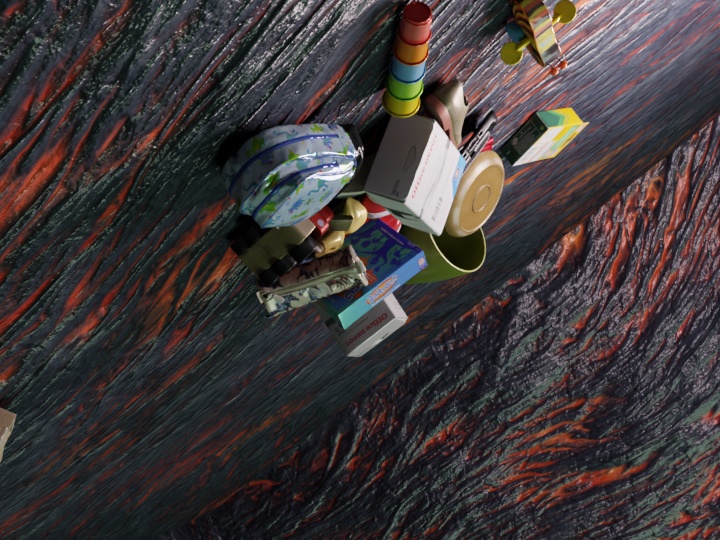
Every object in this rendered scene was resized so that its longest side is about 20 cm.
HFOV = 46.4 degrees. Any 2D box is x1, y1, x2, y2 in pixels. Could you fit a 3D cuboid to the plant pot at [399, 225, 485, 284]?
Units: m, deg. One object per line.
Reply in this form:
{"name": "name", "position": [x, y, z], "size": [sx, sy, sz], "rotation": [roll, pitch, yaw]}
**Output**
{"name": "plant pot", "position": [0.151, -0.049, 1.921], "size": [0.186, 0.189, 0.199], "rotation": [-18, 172, -47]}

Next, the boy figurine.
{"name": "boy figurine", "position": [-0.074, -0.059, 1.548], "size": [0.199, 0.065, 0.124], "rotation": [-38, -165, 3]}

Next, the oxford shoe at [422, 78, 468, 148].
{"name": "oxford shoe", "position": [0.162, -0.265, 1.451], "size": [0.075, 0.071, 0.200], "rotation": [-42, 166, 1]}

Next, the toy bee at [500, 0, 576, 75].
{"name": "toy bee", "position": [0.291, -0.371, 1.333], "size": [0.131, 0.109, 0.199], "rotation": [-44, 162, 25]}

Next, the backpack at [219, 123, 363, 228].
{"name": "backpack", "position": [-0.101, -0.136, 1.183], "size": [0.163, 0.155, 0.199], "rotation": [-36, 154, 29]}

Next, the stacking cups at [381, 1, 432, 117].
{"name": "stacking cups", "position": [0.068, -0.301, 1.186], "size": [0.060, 0.061, 0.200], "rotation": [-30, 159, -17]}

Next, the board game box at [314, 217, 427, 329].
{"name": "board game box", "position": [0.000, 0.000, 1.550], "size": [0.199, 0.152, 0.045], "rotation": [-38, 136, -15]}

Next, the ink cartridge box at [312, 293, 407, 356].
{"name": "ink cartridge box", "position": [-0.014, 0.065, 1.809], "size": [0.146, 0.201, 0.084], "rotation": [-39, 163, 14]}

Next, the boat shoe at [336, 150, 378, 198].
{"name": "boat shoe", "position": [-0.008, -0.150, 1.429], "size": [0.199, 0.073, 0.063], "rotation": [-26, 160, -45]}

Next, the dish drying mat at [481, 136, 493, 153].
{"name": "dish drying mat", "position": [0.194, -0.213, 1.766], "size": [0.199, 0.018, 0.077], "rotation": [-32, 165, -13]}

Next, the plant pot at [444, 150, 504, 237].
{"name": "plant pot", "position": [0.252, -0.158, 1.804], "size": [0.199, 0.027, 0.201], "rotation": [-35, 142, -33]}

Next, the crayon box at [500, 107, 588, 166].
{"name": "crayon box", "position": [0.419, -0.305, 1.905], "size": [0.199, 0.052, 0.126], "rotation": [-17, 156, -48]}

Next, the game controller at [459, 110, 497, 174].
{"name": "game controller", "position": [0.194, -0.218, 1.596], "size": [0.201, 0.042, 0.105], "rotation": [-54, 170, -23]}

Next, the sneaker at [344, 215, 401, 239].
{"name": "sneaker", "position": [0.002, -0.077, 1.658], "size": [0.199, 0.079, 0.116], "rotation": [-32, 166, -16]}

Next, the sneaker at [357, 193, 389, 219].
{"name": "sneaker", "position": [0.093, -0.167, 1.593], "size": [0.199, 0.072, 0.113], "rotation": [-24, 165, -28]}

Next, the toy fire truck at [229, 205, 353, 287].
{"name": "toy fire truck", "position": [-0.092, -0.076, 1.410], "size": [0.176, 0.129, 0.200], "rotation": [-34, -167, 52]}

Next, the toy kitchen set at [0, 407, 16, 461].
{"name": "toy kitchen set", "position": [-0.668, 0.282, 1.326], "size": [0.163, 0.179, 0.201], "rotation": [-49, -161, 51]}

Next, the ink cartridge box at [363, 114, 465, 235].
{"name": "ink cartridge box", "position": [0.097, -0.162, 1.428], "size": [0.200, 0.083, 0.146], "rotation": [31, 78, -65]}

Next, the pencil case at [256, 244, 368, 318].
{"name": "pencil case", "position": [-0.084, 0.019, 1.474], "size": [0.198, 0.078, 0.090], "rotation": [-19, -166, 5]}
